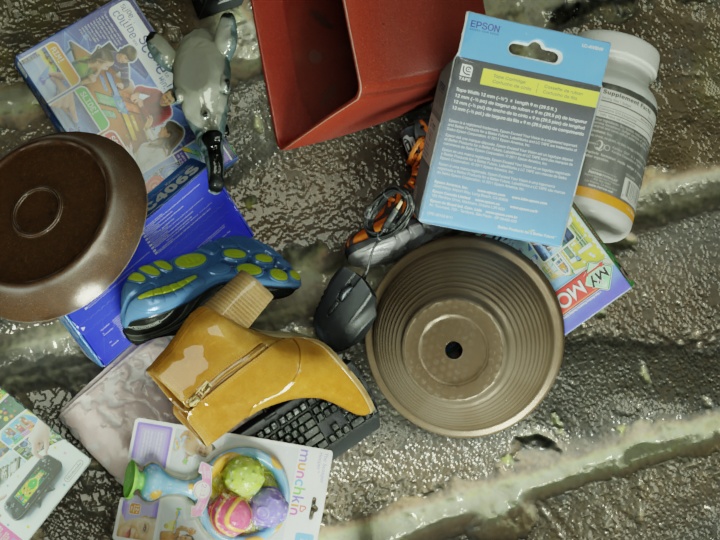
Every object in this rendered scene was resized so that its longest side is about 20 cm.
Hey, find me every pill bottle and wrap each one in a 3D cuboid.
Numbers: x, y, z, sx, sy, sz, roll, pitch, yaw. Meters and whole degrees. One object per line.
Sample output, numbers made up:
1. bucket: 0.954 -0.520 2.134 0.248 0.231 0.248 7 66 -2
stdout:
1. pill bottle: 0.243 -0.138 1.754 0.116 0.116 0.201 17 76 -10

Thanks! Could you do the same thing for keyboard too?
1. keyboard: -0.084 0.147 1.639 0.200 0.021 0.127 -33 92 -17

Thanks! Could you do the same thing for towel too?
1. towel: -0.158 0.148 1.648 0.191 0.032 0.200 -44 91 -17

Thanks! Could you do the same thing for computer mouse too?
1. computer mouse: 0.000 0.000 1.646 0.034 0.201 0.059 -13 46 -45

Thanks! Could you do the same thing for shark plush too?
1. shark plush: -0.137 -0.164 1.645 0.090 0.083 0.201 -23 56 0

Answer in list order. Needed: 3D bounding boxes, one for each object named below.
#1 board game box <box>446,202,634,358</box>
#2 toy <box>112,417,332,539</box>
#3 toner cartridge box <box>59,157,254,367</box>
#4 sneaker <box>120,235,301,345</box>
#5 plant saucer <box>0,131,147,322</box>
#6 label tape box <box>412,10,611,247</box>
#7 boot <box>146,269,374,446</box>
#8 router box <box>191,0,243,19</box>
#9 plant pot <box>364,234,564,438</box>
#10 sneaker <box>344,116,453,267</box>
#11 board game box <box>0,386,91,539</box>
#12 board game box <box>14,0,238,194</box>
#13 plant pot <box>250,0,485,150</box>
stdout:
1. board game box: 0.153 0.018 1.694 0.200 0.029 0.135 -37 89 17
2. toy: -0.123 0.212 1.589 0.199 0.047 0.116 12 86 -17
3. toner cartridge box: -0.205 -0.009 1.637 0.200 0.043 0.095 -41 122 -17
4. sneaker: -0.147 0.023 1.628 0.199 0.083 0.071 -16 52 -36
5. plant saucer: -0.297 -0.050 1.591 0.199 0.035 0.201 -9 61 16
6. label tape box: 0.140 -0.135 1.597 0.143 0.066 0.201 10 103 -9
7. boot: -0.095 0.113 1.590 0.201 0.071 0.144 44 77 -19
8. router box: -0.151 -0.352 1.651 0.052 0.200 0.158 -20 86 -15
9. plant pot: 0.096 0.069 1.649 0.200 0.093 0.202 1 96 11
10. sneaker: 0.052 -0.084 1.727 0.199 0.078 0.112 -27 79 -22
11. board game box: -0.374 0.174 1.574 0.200 0.064 0.148 39 73 -3
12. board game box: -0.232 -0.158 1.682 0.135 0.034 0.200 -33 89 -17
13. plant pot: 0.017 -0.245 1.688 0.175 0.200 0.201 -6 81 -28
